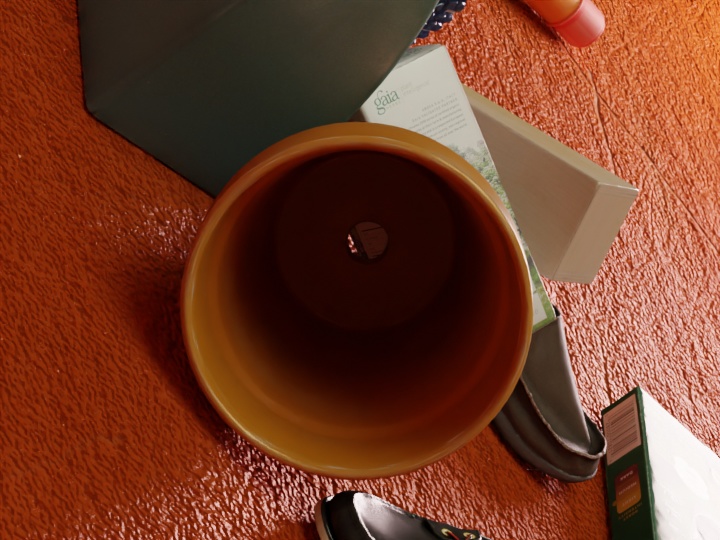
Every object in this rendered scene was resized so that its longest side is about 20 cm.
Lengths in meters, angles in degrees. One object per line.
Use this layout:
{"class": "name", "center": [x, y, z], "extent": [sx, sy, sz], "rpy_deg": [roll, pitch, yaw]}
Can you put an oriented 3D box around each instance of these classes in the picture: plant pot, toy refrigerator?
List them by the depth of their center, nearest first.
{"class": "plant pot", "center": [0.000, 0.000, 1.463], "extent": [0.200, 0.200, 0.183], "rpy_deg": [51, 11, -11]}
{"class": "plant pot", "center": [-0.056, -0.169, 1.526], "extent": [0.141, 0.200, 0.142], "rpy_deg": [33, 34, -38]}
{"class": "toy refrigerator", "center": [0.088, -0.072, 1.704], "extent": [0.200, 0.076, 0.070], "rpy_deg": [33, 14, 29]}

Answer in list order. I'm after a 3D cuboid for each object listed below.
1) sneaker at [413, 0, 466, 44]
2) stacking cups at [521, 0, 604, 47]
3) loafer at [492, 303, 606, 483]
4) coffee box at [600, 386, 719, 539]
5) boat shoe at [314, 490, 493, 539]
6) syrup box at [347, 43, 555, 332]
{"class": "sneaker", "center": [-0.006, -0.181, 1.632], "extent": [0.077, 0.200, 0.086], "rpy_deg": [-12, 76, -44]}
{"class": "stacking cups", "center": [0.144, -0.266, 2.161], "extent": [0.200, 0.060, 0.061], "rpy_deg": [42, 29, -32]}
{"class": "loafer", "center": [0.113, 0.059, 1.704], "extent": [0.200, 0.071, 0.073], "rpy_deg": [53, 26, -6]}
{"class": "coffee box", "center": [0.230, 0.192, 1.788], "extent": [0.123, 0.044, 0.201], "rpy_deg": [40, 29, -29]}
{"class": "boat shoe", "center": [0.053, 0.179, 1.475], "extent": [0.201, 0.063, 0.074], "rpy_deg": [35, 34, -34]}
{"class": "syrup box", "center": [0.043, -0.039, 1.607], "extent": [0.078, 0.081, 0.201], "rpy_deg": [-28, 98, -30]}
